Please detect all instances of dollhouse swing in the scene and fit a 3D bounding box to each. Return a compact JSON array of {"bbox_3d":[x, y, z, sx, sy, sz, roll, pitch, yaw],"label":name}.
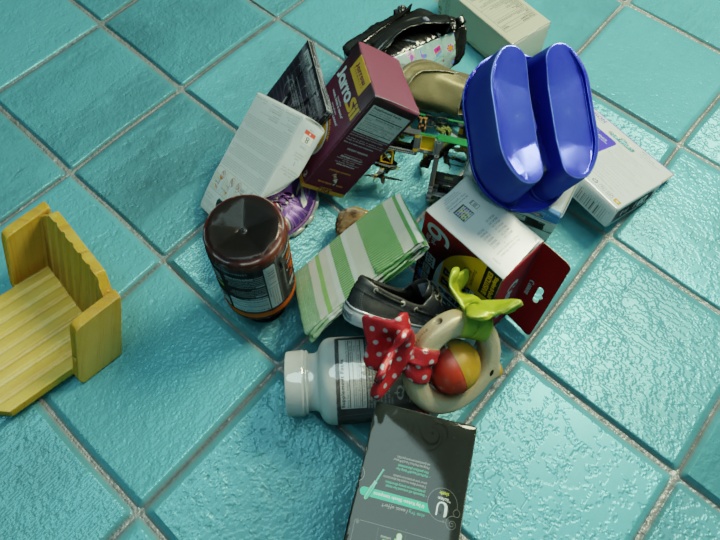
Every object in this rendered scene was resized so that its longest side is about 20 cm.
[{"bbox_3d":[-0.448,0.054,0.833,0.174,0.183,0.200,-28,63,-38],"label":"dollhouse swing"}]

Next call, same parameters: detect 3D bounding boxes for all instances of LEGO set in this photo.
[{"bbox_3d":[0.106,-0.177,1.010,0.195,0.118,0.155,9,32,0],"label":"LEGO set"}]

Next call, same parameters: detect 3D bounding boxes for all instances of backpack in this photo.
[{"bbox_3d":[0.069,-0.364,1.074,0.198,0.128,0.166,-33,37,-21],"label":"backpack"}]

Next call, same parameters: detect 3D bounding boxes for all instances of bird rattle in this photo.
[{"bbox_3d":[0.099,0.098,0.712,0.199,0.165,0.112,-36,32,-19],"label":"bird rattle"}]

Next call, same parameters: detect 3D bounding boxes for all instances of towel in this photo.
[{"bbox_3d":[-0.006,-0.010,0.843,0.199,0.023,0.154,-39,33,13],"label":"towel"}]

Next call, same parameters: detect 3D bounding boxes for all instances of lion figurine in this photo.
[{"bbox_3d":[0.000,0.000,0.914,0.120,0.073,0.204,8,66,19],"label":"lion figurine"}]

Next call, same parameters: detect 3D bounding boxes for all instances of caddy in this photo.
[{"bbox_3d":[0.199,-0.174,0.758,0.138,0.105,0.205,-6,85,-11],"label":"caddy"}]

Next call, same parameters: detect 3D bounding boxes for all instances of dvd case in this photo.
[{"bbox_3d":[-0.119,-0.239,0.991,0.016,0.199,0.151,12,51,-40],"label":"dvd case"}]

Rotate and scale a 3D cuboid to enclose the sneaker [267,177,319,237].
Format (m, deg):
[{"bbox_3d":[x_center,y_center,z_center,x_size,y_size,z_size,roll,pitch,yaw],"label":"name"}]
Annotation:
[{"bbox_3d":[-0.130,-0.082,0.950,0.080,0.084,0.201,27,64,14],"label":"sneaker"}]

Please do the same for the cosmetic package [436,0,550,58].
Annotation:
[{"bbox_3d":[0.245,-0.472,1.172,0.104,0.072,0.201,-31,66,-17],"label":"cosmetic package"}]

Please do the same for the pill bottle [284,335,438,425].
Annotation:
[{"bbox_3d":[0.001,0.141,0.812,0.195,0.111,0.113,-3,61,-2],"label":"pill bottle"}]

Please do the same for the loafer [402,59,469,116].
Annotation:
[{"bbox_3d":[0.140,-0.298,1.034,0.197,0.077,0.067,-9,39,-35],"label":"loafer"}]

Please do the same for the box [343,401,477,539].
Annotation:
[{"bbox_3d":[0.049,0.280,0.714,0.122,0.149,0.203,12,62,5],"label":"box"}]

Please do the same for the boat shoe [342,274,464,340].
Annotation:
[{"bbox_3d":[0.068,0.041,0.782,0.197,0.067,0.070,12,18,-30],"label":"boat shoe"}]

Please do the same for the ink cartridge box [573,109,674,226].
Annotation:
[{"bbox_3d":[0.382,-0.179,1.016,0.198,0.044,0.199,-25,63,-35],"label":"ink cartridge box"}]

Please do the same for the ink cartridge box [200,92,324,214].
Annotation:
[{"bbox_3d":[-0.151,-0.151,0.936,0.162,0.050,0.203,37,102,47],"label":"ink cartridge box"}]

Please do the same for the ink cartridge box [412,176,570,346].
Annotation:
[{"bbox_3d":[0.162,0.010,0.833,0.083,0.201,0.175,-38,67,-21],"label":"ink cartridge box"}]

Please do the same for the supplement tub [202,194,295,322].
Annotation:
[{"bbox_3d":[-0.142,-0.004,0.840,0.104,0.201,0.109,0,61,-1],"label":"supplement tub"}]

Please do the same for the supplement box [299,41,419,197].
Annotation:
[{"bbox_3d":[-0.015,-0.219,0.939,0.084,0.200,0.112,10,52,-37],"label":"supplement box"}]

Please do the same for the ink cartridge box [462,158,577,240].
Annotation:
[{"bbox_3d":[0.228,-0.121,0.901,0.143,0.200,0.085,25,89,12],"label":"ink cartridge box"}]
